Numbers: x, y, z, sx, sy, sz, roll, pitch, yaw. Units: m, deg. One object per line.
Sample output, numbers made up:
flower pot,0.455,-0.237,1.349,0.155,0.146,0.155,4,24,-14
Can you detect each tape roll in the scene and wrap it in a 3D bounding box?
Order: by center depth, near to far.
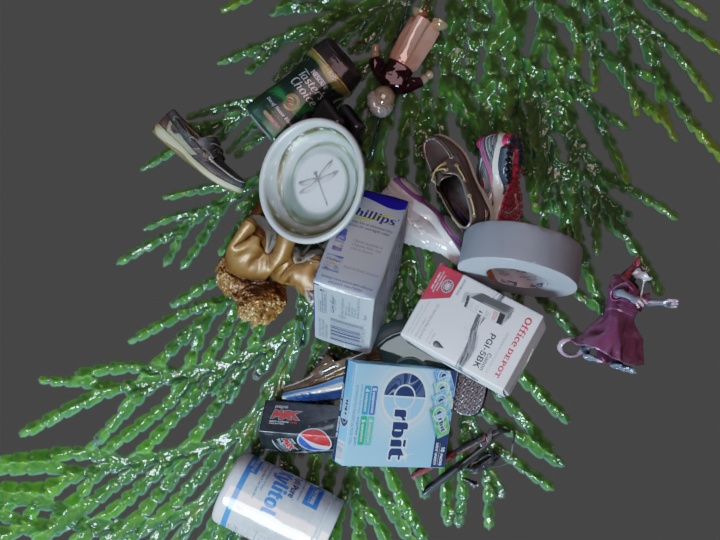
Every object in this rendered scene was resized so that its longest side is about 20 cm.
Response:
tape roll,0.265,-0.017,1.429,0.200,0.200,0.066,12,75,4

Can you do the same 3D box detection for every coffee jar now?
coffee jar,-0.097,-0.311,1.517,0.200,0.085,0.104,-42,88,2

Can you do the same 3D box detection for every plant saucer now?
plant saucer,-0.069,-0.140,1.373,0.199,0.050,0.201,-3,84,31
plant saucer,0.088,0.186,1.531,0.199,0.027,0.201,0,90,4

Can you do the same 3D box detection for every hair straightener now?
hair straightener,0.192,0.344,1.522,0.200,0.041,0.077,-30,88,-1

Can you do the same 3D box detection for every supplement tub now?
supplement tub,-0.143,0.415,1.494,0.199,0.132,0.132,24,91,3

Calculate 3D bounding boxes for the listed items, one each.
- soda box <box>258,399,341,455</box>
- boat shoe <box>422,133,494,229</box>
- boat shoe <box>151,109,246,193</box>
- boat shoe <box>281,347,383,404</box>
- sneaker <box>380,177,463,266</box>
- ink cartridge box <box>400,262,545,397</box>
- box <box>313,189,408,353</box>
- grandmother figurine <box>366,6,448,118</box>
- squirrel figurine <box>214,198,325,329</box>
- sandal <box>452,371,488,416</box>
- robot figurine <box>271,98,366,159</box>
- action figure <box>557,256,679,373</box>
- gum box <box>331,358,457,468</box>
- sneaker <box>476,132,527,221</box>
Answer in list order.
soda box,-0.074,0.278,1.509,0.199,0.063,0.071,3,47,4
boat shoe,0.159,-0.154,1.485,0.072,0.059,0.200,-42,66,38
boat shoe,-0.280,-0.215,1.536,0.201,0.072,0.066,37,97,8
boat shoe,-0.048,0.187,1.521,0.199,0.072,0.073,-15,63,16
sneaker,0.107,-0.071,1.520,0.200,0.075,0.100,44,111,3
ink cartridge box,0.192,0.100,1.453,0.200,0.083,0.147,27,82,19
box,0.000,0.000,1.424,0.105,0.184,0.200,16,58,8
grandmother figurine,0.069,-0.363,1.521,0.121,0.061,0.200,28,89,12
squirrel figurine,-0.148,0.002,1.512,0.186,0.142,0.200,33,106,-7
sandal,0.210,0.157,1.510,0.075,0.048,0.201,22,89,17
robot figurine,-0.074,-0.193,1.477,0.150,0.125,0.200,29,119,-5
action figure,0.450,0.071,1.490,0.149,0.134,0.201,3,74,46
gum box,0.060,0.243,1.451,0.199,0.045,0.171,9,89,-28
sneaker,0.239,-0.140,1.506,0.075,0.080,0.201,12,103,40
